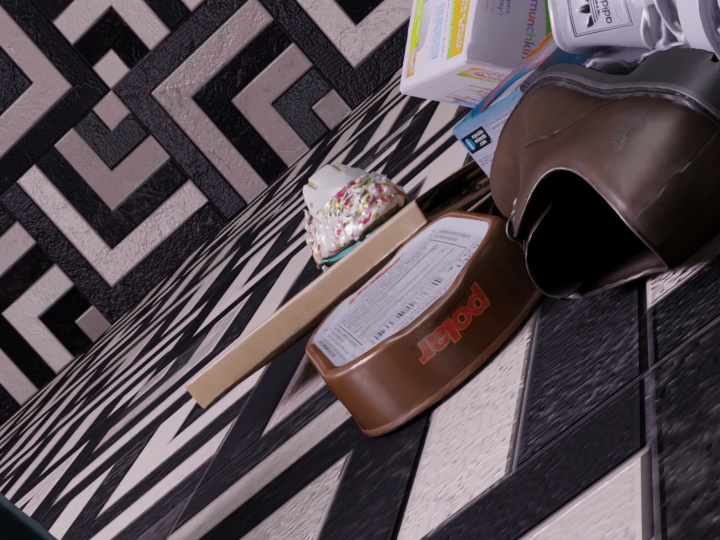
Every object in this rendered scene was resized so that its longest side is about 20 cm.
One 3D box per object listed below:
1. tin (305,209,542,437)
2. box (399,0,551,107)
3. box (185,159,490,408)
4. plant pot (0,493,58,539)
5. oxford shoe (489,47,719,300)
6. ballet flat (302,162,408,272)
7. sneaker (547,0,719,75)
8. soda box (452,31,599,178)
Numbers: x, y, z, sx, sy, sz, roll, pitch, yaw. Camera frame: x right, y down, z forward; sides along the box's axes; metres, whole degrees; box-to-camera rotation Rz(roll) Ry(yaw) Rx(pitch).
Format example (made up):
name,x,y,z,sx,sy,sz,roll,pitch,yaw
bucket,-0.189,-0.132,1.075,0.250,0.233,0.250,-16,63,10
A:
name,x,y,z,sx,sy,sz,roll,pitch,yaw
tin,0.027,0.019,0.735,0.112,0.042,0.200,-39,7,-4
box,0.099,-0.166,0.989,0.200,0.100,0.114,-167,86,-80
box,0.000,0.000,0.936,0.199,0.021,0.163,-38,-2,31
plant pot,-0.271,0.196,0.740,0.200,0.196,0.196,-49,6,10
oxford shoe,0.082,-0.031,0.601,0.084,0.073,0.200,-46,7,-10
ballet flat,-0.014,-0.037,1.048,0.075,0.064,0.200,-37,-2,-10
sneaker,0.127,-0.103,0.604,0.113,0.076,0.200,-8,12,14
soda box,0.136,-0.109,0.751,0.200,0.069,0.063,-46,8,-30
